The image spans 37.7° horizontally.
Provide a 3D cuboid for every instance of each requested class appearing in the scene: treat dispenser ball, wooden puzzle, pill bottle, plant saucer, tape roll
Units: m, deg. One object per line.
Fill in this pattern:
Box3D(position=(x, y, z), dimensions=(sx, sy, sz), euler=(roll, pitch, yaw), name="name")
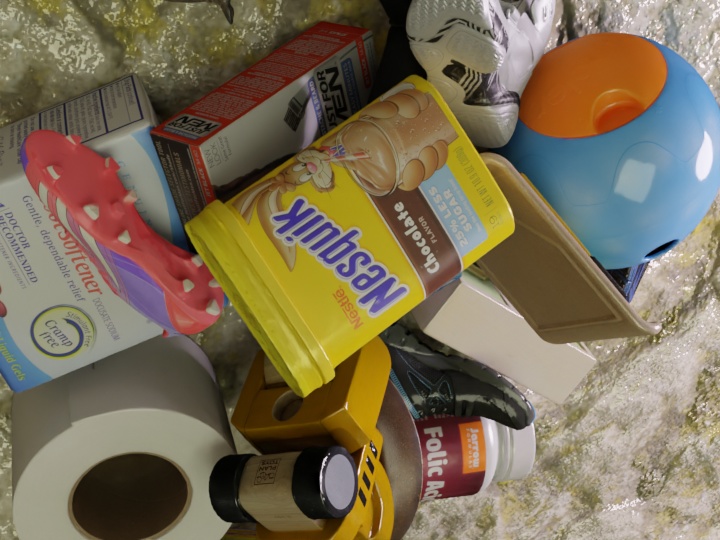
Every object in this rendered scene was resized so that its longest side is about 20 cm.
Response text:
Box3D(position=(0.212, -0.102, 0.915), dimensions=(0.198, 0.201, 0.203), euler=(-9, 123, -14), name="treat dispenser ball")
Box3D(position=(0.142, -0.015, 0.881), dimensions=(0.200, 0.185, 0.037), euler=(44, 76, -6), name="wooden puzzle")
Box3D(position=(0.072, 0.179, 1.090), dimensions=(0.197, 0.115, 0.116), euler=(-5, 122, -16), name="pill bottle")
Box3D(position=(-0.026, 0.177, 1.009), dimensions=(0.032, 0.200, 0.202), euler=(-5, 126, -47), name="plant saucer")
Box3D(position=(-0.217, 0.165, 0.968), dimensions=(0.200, 0.140, 0.205), euler=(-8, 122, -14), name="tape roll")

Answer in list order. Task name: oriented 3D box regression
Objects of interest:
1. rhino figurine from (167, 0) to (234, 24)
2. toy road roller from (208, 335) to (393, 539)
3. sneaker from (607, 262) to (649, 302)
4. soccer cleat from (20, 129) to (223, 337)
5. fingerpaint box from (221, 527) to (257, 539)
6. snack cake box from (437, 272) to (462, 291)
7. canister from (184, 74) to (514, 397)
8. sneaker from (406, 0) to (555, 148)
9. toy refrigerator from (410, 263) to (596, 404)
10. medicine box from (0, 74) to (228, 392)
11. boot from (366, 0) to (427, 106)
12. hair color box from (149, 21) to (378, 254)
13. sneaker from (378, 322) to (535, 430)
Box3D(position=(-0.146, -0.243, 0.790), dimensions=(0.198, 0.060, 0.088), euler=(15, 134, -27), name="rhino figurine")
Box3D(position=(-0.032, 0.161, 0.926), dimensions=(0.122, 0.202, 0.146), euler=(-10, 136, 31), name="toy road roller")
Box3D(position=(0.289, -0.044, 1.057), dimensions=(0.077, 0.076, 0.202), euler=(4, 120, -25), name="sneaker")
Box3D(position=(-0.185, -0.020, 0.790), dimensions=(0.076, 0.067, 0.200), euler=(-26, 124, 32), name="soccer cleat")
Box3D(position=(-0.065, 0.315, 1.056), dimensions=(0.197, 0.167, 0.075), euler=(5, 87, 0), name="fingerpaint box")
Box3D(position=(0.000, 0.000, 0.911), dimensions=(0.113, 0.200, 0.068), euler=(-9, 82, -14), name="snack cake box")
Box3D(position=(-0.004, -0.029, 0.761), dimensions=(0.199, 0.086, 0.149), euler=(-36, 97, -12), name="canister")
Box3D(position=(0.094, -0.190, 0.801), dimensions=(0.116, 0.074, 0.200), euler=(-66, 157, -19), name="sneaker")
Box3D(position=(0.142, 0.054, 1.063), dimensions=(0.199, 0.076, 0.070), euler=(28, 108, -30), name="toy refrigerator")
Box3D(position=(-0.233, -0.029, 0.866), dimensions=(0.198, 0.103, 0.184), euler=(-22, 125, -4), name="medicine box")
Box3D(position=(0.021, -0.154, 0.836), dimensions=(0.164, 0.065, 0.202), euler=(18, 93, -52), name="boot")
Box3D(position=(-0.063, -0.105, 0.844), dimensions=(0.200, 0.063, 0.112), euler=(-40, 133, -33), name="hair color box")
Box3D(position=(0.073, 0.117, 1.034), dimensions=(0.198, 0.073, 0.083), euler=(24, 80, 5), name="sneaker")
